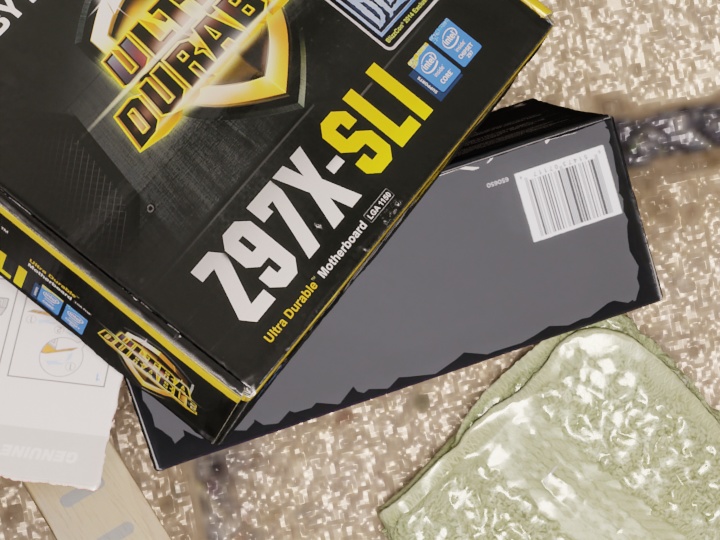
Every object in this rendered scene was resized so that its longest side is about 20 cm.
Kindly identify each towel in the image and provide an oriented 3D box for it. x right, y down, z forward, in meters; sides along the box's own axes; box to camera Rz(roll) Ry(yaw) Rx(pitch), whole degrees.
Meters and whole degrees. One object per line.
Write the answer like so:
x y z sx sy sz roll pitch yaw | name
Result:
0.118 0.124 1.003 0.200 0.036 0.148 43 91 -10 | towel

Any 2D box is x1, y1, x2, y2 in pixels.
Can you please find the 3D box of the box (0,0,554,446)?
-0.050 -0.063 0.811 0.159 0.049 0.200 39 59 1 | box

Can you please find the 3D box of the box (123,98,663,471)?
0.000 0.000 0.922 0.199 0.141 0.079 -18 101 -5 | box

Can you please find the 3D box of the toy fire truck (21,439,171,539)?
-0.170 0.061 0.870 0.176 0.200 0.129 -47 120 -4 | toy fire truck

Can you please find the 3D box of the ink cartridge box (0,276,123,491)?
-0.146 -0.015 0.834 0.160 0.050 0.201 6 63 5 | ink cartridge box
